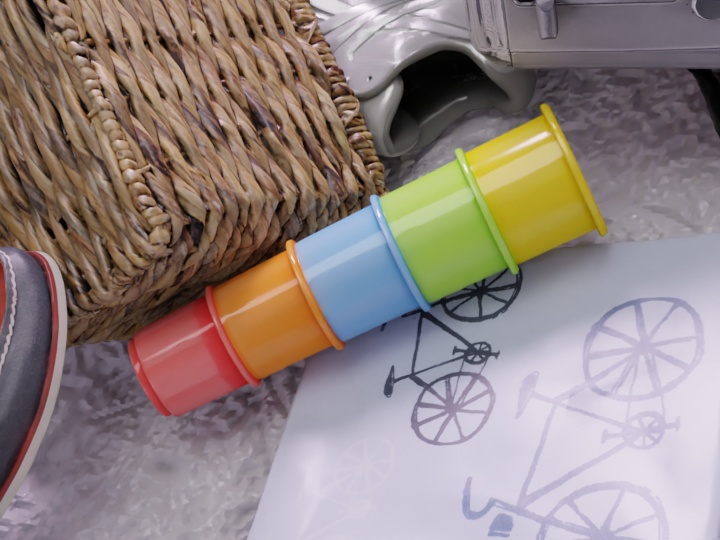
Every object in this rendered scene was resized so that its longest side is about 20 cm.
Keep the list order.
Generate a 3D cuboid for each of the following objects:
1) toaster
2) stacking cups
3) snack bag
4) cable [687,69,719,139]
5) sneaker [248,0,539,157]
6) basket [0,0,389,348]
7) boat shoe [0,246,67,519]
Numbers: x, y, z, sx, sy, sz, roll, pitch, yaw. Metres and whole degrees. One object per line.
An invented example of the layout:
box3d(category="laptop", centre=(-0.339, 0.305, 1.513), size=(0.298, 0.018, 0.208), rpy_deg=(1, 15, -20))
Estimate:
box3d(category="toaster", centre=(0.106, -0.168, 0.763), size=(0.129, 0.114, 0.200), rpy_deg=(-4, 45, 7))
box3d(category="stacking cups", centre=(0.000, 0.000, 0.742), size=(0.200, 0.061, 0.061), rpy_deg=(-25, 44, 8))
box3d(category="snack bag", centre=(0.053, 0.065, 0.702), size=(0.200, 0.021, 0.189), rpy_deg=(-4, 48, 25))
box3d(category="cable", centre=(0.165, -0.090, 0.797), size=(0.097, 0.050, 0.200), rpy_deg=(-55, 37, -9))
box3d(category="sneaker", centre=(-0.009, -0.094, 0.839), size=(0.200, 0.078, 0.099), rpy_deg=(-11, 49, 15))
box3d(category="basket", centre=(-0.107, -0.073, 0.801), size=(0.143, 0.149, 0.200), rpy_deg=(-36, 75, 41))
box3d(category="boat shoe", centre=(-0.176, 0.080, 0.707), size=(0.071, 0.063, 0.200), rpy_deg=(12, 79, 54))
